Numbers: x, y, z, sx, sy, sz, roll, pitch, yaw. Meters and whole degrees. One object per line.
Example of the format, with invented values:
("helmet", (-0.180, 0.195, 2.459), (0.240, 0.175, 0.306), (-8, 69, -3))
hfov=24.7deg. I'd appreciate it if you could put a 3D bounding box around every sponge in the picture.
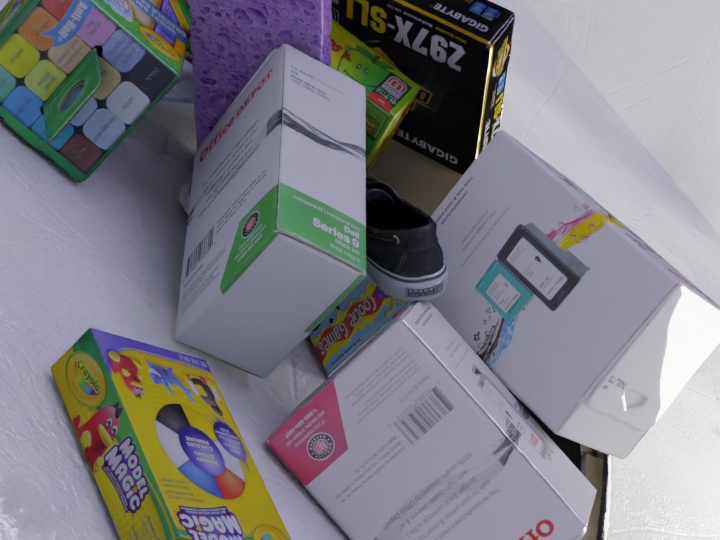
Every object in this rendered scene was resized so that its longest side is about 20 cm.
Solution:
("sponge", (-0.079, -0.159, 1.302), (0.110, 0.201, 0.030), (12, 46, 10))

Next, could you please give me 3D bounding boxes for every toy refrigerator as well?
("toy refrigerator", (0.053, -0.096, 1.462), (0.070, 0.076, 0.201), (27, 27, -49))

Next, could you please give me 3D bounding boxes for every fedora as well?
("fedora", (0.155, 0.170, 1.397), (0.090, 0.203, 0.201), (4, 27, -2))

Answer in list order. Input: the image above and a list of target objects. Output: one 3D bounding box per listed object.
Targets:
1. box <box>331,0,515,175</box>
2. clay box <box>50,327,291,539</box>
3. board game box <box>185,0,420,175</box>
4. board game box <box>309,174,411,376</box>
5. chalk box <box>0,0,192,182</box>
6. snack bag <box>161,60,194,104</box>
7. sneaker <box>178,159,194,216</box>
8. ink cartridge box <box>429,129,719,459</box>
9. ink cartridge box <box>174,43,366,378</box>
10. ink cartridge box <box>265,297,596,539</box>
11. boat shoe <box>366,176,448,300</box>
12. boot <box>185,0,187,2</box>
("box", (0.027, -0.182, 1.360), (0.199, 0.161, 0.049), (29, 55, 18))
("clay box", (-0.109, 0.135, 1.022), (0.114, 0.048, 0.201), (21, 32, -51))
("board game box", (-0.056, -0.169, 1.360), (0.199, 0.102, 0.048), (38, 51, 5))
("board game box", (0.000, 0.000, 1.432), (0.105, 0.103, 0.201), (28, 26, -47))
("chalk box", (-0.216, -0.165, 1.260), (0.124, 0.125, 0.201), (40, 19, -18))
("snack bag", (-0.128, -0.177, 1.469), (0.198, 0.022, 0.189), (3, 29, -23))
("sneaker", (-0.101, -0.080, 1.403), (0.080, 0.083, 0.201), (38, 22, -23))
("ink cartridge box", (0.159, 0.022, 1.283), (0.200, 0.146, 0.146), (44, 10, 31))
("ink cartridge box", (-0.065, -0.047, 1.237), (0.083, 0.146, 0.201), (24, 43, -24))
("ink cartridge box", (0.053, 0.145, 1.199), (0.200, 0.146, 0.083), (48, 19, 0))
("boat shoe", (0.011, -0.041, 1.258), (0.068, 0.057, 0.200), (-15, 28, -22))
("boot", (-0.141, -0.250, 1.461), (0.198, 0.108, 0.075), (6, 20, -24))
